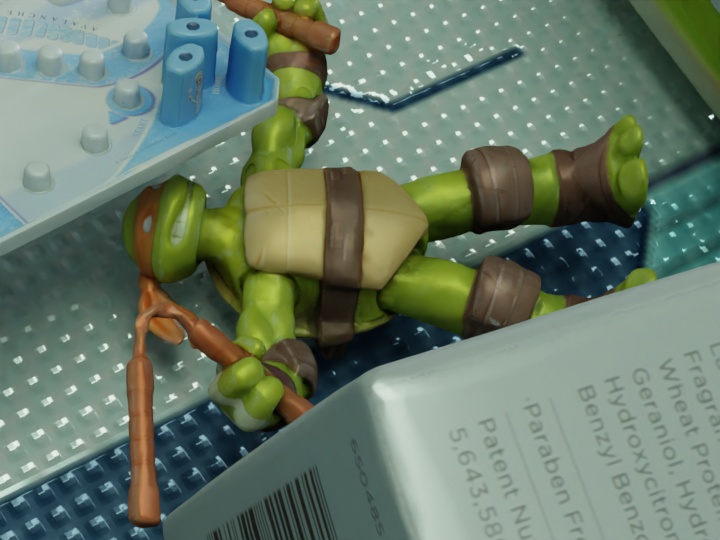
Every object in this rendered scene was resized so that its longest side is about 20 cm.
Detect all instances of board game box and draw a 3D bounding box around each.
[{"bbox_3d":[-0.157,-0.070,0.633,0.200,0.026,0.200,-30,57,-32],"label":"board game box"}]

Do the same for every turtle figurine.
[{"bbox_3d":[0.000,0.000,0.655,0.161,0.064,0.200,4,47,-4],"label":"turtle figurine"}]

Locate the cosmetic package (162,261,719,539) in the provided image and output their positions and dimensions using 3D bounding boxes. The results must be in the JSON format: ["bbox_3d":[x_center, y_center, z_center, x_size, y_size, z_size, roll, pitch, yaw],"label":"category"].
[{"bbox_3d":[0.087,0.091,0.531,0.200,0.165,0.165,-16,80,-22],"label":"cosmetic package"}]

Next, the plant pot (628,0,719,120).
[{"bbox_3d":[0.177,-0.146,0.723,0.181,0.200,0.199,-23,65,-20],"label":"plant pot"}]
